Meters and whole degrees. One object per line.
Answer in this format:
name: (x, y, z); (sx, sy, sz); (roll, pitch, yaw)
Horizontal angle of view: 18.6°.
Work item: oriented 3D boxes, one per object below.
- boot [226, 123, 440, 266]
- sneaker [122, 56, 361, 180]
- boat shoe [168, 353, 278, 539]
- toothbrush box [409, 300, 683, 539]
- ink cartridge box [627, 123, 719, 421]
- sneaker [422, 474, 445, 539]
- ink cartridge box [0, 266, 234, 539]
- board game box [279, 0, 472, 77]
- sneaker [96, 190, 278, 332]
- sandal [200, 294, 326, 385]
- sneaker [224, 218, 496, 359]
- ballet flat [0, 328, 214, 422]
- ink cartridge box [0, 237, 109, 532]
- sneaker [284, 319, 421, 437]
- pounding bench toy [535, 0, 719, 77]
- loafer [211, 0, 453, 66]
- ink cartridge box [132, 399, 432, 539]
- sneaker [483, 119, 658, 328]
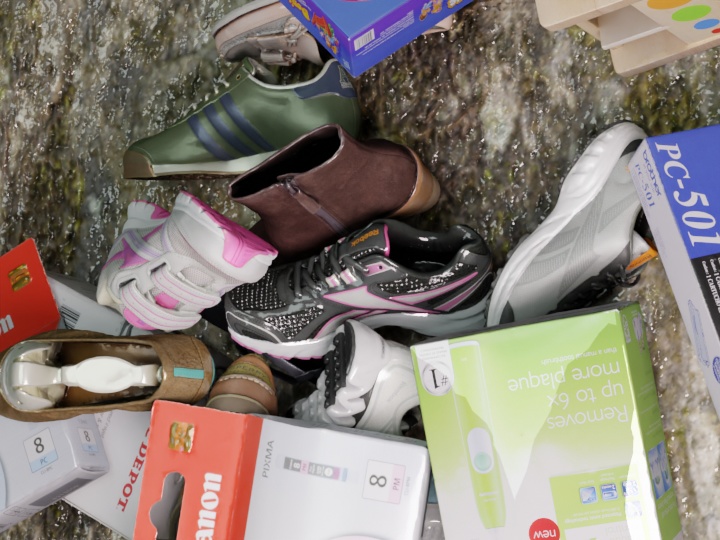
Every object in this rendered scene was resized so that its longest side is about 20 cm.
boot: (-0.054, -0.045, 1.594); (0.199, 0.166, 0.073); (-27, 68, 23)
sneaker: (-0.090, -0.117, 1.683); (0.199, 0.067, 0.090); (-3, 89, 23)
boat shoe: (-0.091, 0.145, 1.609); (0.072, 0.068, 0.201); (18, 134, -3)
toothbrush box: (0.128, 0.132, 1.462); (0.145, 0.086, 0.201); (-10, 91, 17)
ink cartridge box: (0.254, 0.001, 1.449); (0.094, 0.044, 0.201); (-12, 69, -16)
sneaker: (-0.009, 0.194, 1.582); (0.199, 0.074, 0.082); (-15, 31, 19)
ink cartridge box: (-0.194, 0.104, 1.695); (0.199, 0.083, 0.147); (27, 96, 32)
board game box: (0.033, -0.244, 1.597); (0.200, 0.045, 0.135); (-34, 60, -15)
sneaker: (-0.126, 0.003, 1.542); (0.089, 0.081, 0.200); (-63, 20, -14)
sandal: (-0.076, 0.049, 1.631); (0.199, 0.076, 0.043); (27, 60, 25)
sneaker: (0.000, 0.000, 1.558); (0.199, 0.087, 0.081); (-9, 49, -2)
ballet flat: (-0.201, 0.075, 1.566); (0.199, 0.072, 0.068); (-1, 87, 27)
ink cartridge box: (-0.289, 0.095, 1.678); (0.160, 0.047, 0.201); (-30, 69, 24)
sneaker: (-0.006, 0.114, 1.566); (0.200, 0.081, 0.075); (124, 152, -50)
pounding bench toy: (0.185, -0.260, 1.503); (0.124, 0.156, 0.201); (-18, 72, 26)
loafer: (-0.022, -0.186, 1.664); (0.199, 0.072, 0.063); (-17, 79, 24)
ink cartridge box: (-0.059, 0.182, 1.486); (0.199, 0.057, 0.164); (9, 90, 4)
sneaker: (0.153, -0.004, 1.522); (0.079, 0.074, 0.201); (37, 99, 25)
